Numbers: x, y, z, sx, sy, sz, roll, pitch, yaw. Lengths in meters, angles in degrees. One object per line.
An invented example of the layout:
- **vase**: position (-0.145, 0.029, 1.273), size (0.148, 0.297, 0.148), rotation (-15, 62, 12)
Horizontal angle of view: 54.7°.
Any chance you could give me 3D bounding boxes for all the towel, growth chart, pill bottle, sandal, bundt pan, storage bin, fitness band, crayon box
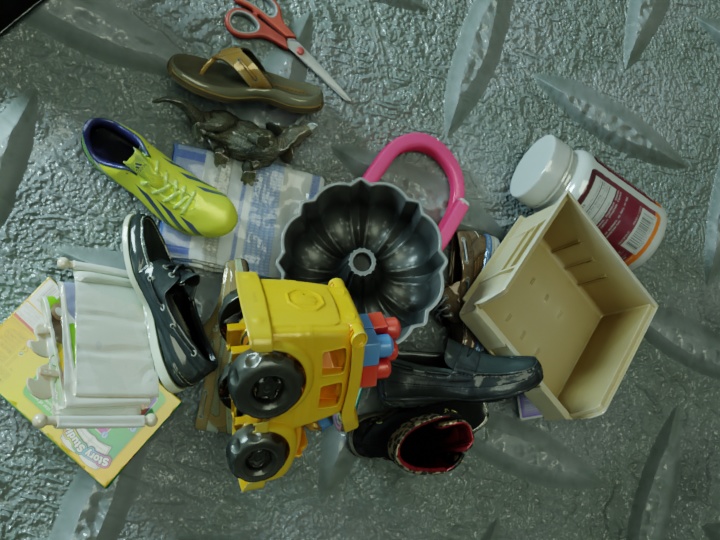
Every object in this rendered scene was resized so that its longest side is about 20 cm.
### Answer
- **towel**: position (-0.142, -0.066, 0.853), size (0.195, 0.024, 0.151), rotation (11, 80, -17)
- **growth chart**: position (-0.270, 0.074, 0.726), size (0.143, 0.018, 0.204), rotation (19, 48, -37)
- **pill bottle**: position (0.313, -0.093, 0.966), size (0.198, 0.114, 0.116), rotation (31, 75, -13)
- **sandal**: position (-0.133, -0.238, 0.841), size (0.195, 0.081, 0.055), rotation (6, 127, -22)
- **bundt pan**: position (0.000, 0.000, 0.824), size (0.196, 0.076, 0.207), rotation (1, 75, -3)
- **storage bin**: position (0.250, 0.049, 0.881), size (0.201, 0.093, 0.199), rotation (48, 59, -12)
- **fitness band**: position (0.063, -0.086, 0.919), size (0.143, 0.037, 0.202), rotation (38, 73, -12)
- **crayon box**: position (-0.307, 0.121, 0.758), size (0.200, 0.058, 0.119), rotation (46, 73, -9)

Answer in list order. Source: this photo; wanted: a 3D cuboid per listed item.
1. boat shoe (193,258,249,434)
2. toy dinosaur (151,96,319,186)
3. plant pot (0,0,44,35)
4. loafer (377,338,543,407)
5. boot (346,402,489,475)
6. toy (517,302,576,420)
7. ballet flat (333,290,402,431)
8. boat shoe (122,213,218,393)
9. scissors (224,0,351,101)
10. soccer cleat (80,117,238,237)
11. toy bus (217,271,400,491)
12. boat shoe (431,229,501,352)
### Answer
- **boat shoe**: position (-0.165, 0.087, 0.805), size (0.074, 0.072, 0.206), rotation (3, 87, -5)
- **toy dinosaur**: position (-0.150, -0.158, 0.835), size (0.195, 0.103, 0.079), rotation (10, 112, -6)
- **plant pot**: position (-0.423, -0.385, 0.709), size (0.177, 0.200, 0.200), rotation (42, 73, 1)
- **loafer**: position (0.113, 0.116, 0.815), size (0.195, 0.068, 0.072), rotation (-6, 101, 11)
- **boot**: position (0.094, 0.193, 0.839), size (0.195, 0.150, 0.075), rotation (-5, 85, -20)
- **toy**: position (0.264, 0.098, 0.964), size (0.112, 0.047, 0.205), rotation (-4, 86, -21)
- **ballet flat**: position (-0.006, 0.096, 0.867), size (0.070, 0.069, 0.203), rotation (24, 72, 4)
- **boat shoe**: position (-0.204, 0.026, 0.762), size (0.065, 0.074, 0.204), rotation (-19, 78, 13)
- **scissors**: position (-0.085, -0.298, 0.902), size (0.197, 0.014, 0.074), rotation (27, 74, -13)
- **soccer cleat**: position (-0.228, -0.101, 0.779), size (0.198, 0.084, 0.065), rotation (33, 78, 0)
- **toy bus**: position (-0.050, 0.109, 0.716), size (0.187, 0.136, 0.204), rotation (-2, 120, -19)
- **boat shoe**: position (0.130, 0.044, 0.917), size (0.071, 0.072, 0.204), rotation (17, 69, -11)
